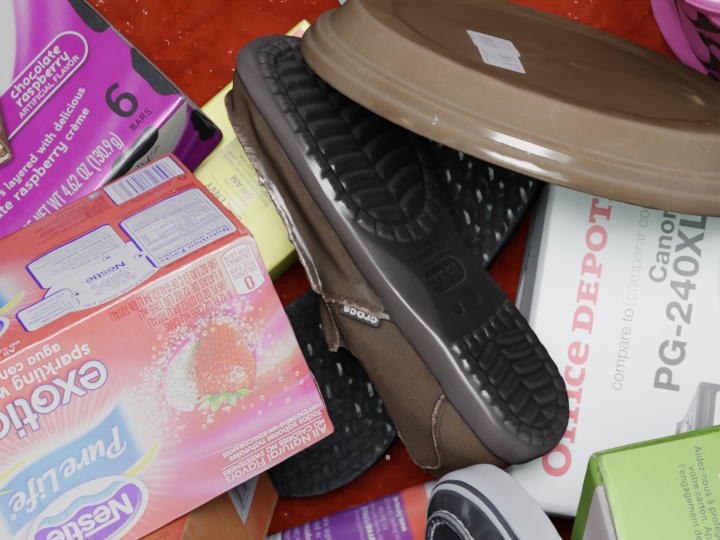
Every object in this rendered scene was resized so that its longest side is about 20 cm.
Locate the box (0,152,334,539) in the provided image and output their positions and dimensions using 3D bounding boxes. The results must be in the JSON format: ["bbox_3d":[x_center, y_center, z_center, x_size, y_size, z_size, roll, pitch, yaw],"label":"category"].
[{"bbox_3d":[-0.125,0.052,1.099,0.199,0.103,0.095,-28,117,-11],"label":"box"}]

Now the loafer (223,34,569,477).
[{"bbox_3d":[0.000,0.000,1.149,0.071,0.073,0.201,-38,77,37],"label":"loafer"}]

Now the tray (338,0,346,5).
[{"bbox_3d":[0.003,-0.202,1.236,0.107,0.022,0.201,-29,88,0],"label":"tray"}]

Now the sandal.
[{"bbox_3d":[0.013,0.015,1.210,0.075,0.045,0.200,40,108,9],"label":"sandal"}]

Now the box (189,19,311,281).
[{"bbox_3d":[-0.073,-0.011,1.220,0.200,0.050,0.075,-40,86,0],"label":"box"}]

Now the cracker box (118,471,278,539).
[{"bbox_3d":[-0.142,0.127,1.148,0.199,0.134,0.058,-16,117,18],"label":"cracker box"}]

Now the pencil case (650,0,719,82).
[{"bbox_3d":[0.146,-0.128,1.143,0.093,0.200,0.091,35,88,12],"label":"pencil case"}]

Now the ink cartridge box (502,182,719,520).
[{"bbox_3d":[0.161,0.040,1.195,0.199,0.083,0.146,9,89,2],"label":"ink cartridge box"}]

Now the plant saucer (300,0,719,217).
[{"bbox_3d":[0.074,-0.071,1.143,0.199,0.200,0.030,18,107,2],"label":"plant saucer"}]

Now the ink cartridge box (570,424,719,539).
[{"bbox_3d":[0.136,0.172,1.051,0.075,0.148,0.201,-13,69,-5],"label":"ink cartridge box"}]

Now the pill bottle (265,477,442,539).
[{"bbox_3d":[-0.036,0.166,1.184,0.199,0.111,0.112,-19,88,1],"label":"pill bottle"}]

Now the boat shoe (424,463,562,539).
[{"bbox_3d":[0.050,0.170,1.071,0.067,0.072,0.201,-7,75,-30],"label":"boat shoe"}]

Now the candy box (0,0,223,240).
[{"bbox_3d":[-0.174,-0.076,1.193,0.200,0.061,0.136,42,89,19],"label":"candy box"}]
